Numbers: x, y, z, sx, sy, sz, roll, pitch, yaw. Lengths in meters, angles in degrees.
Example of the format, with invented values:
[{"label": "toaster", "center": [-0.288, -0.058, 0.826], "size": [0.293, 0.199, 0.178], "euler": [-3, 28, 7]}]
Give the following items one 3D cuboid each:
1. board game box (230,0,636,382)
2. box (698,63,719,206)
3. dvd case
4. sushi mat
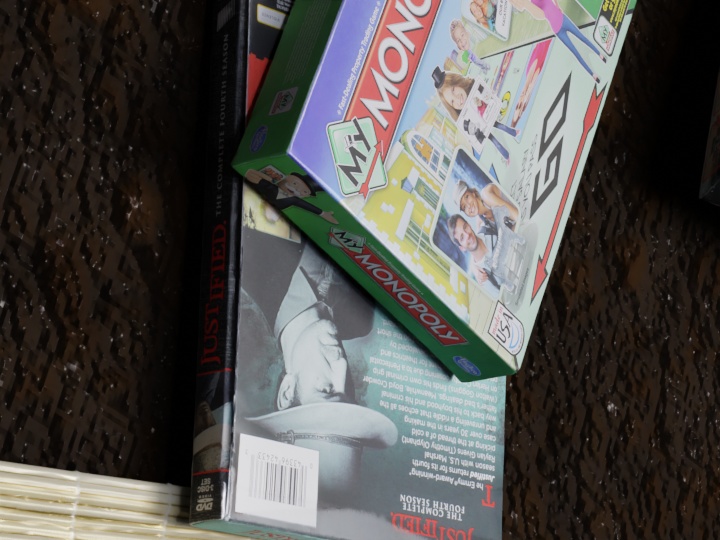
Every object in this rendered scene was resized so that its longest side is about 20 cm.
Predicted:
[{"label": "board game box", "center": [0.034, -0.079, 1.046], "size": [0.135, 0.029, 0.200], "euler": [43, 52, -35]}, {"label": "box", "center": [0.221, -0.098, 1.211], "size": [0.137, 0.040, 0.200], "euler": [21, 60, -13]}, {"label": "dvd case", "center": [0.000, 0.000, 1.028], "size": [0.146, 0.022, 0.200], "euler": [15, 70, -46]}, {"label": "sushi mat", "center": [-0.067, 0.118, 0.959], "size": [0.200, 0.012, 0.096], "euler": [13, 76, -46]}]
